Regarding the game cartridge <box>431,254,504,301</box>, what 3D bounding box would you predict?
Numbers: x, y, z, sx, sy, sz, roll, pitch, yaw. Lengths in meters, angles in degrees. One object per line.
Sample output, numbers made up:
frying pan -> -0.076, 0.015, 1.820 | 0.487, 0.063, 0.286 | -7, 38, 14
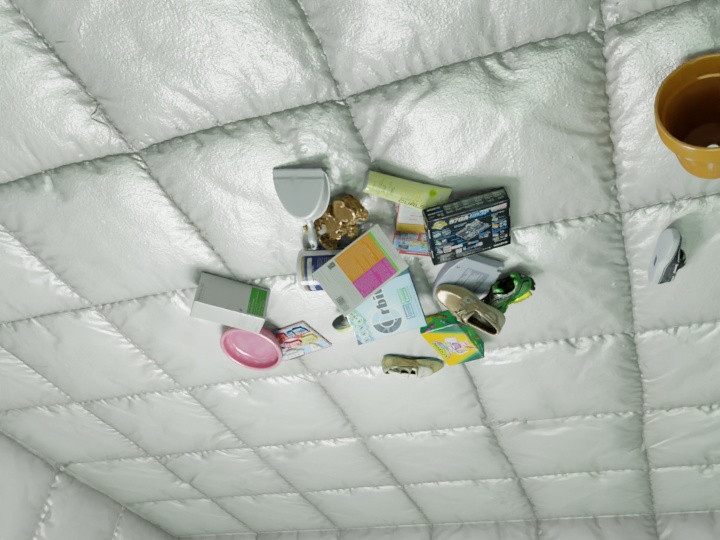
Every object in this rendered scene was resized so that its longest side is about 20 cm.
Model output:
game cartridge -> 0.273, 0.024, 1.803 | 0.133, 0.041, 0.200 | 14, 141, -16

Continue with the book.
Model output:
book -> 0.000, 0.000, 1.662 | 0.200, 0.048, 0.134 | -37, 92, -2

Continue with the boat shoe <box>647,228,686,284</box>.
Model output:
boat shoe -> 0.751, -0.031, 1.647 | 0.067, 0.072, 0.200 | 1, 144, 8

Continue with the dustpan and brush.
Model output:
dustpan and brush -> -0.127, -0.141, 1.588 | 0.139, 0.057, 0.201 | 3, 108, 23

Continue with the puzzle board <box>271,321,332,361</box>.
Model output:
puzzle board -> -0.211, 0.227, 2.130 | 0.199, 0.017, 0.151 | -20, 135, 30

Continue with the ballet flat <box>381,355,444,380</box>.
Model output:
ballet flat -> 0.164, 0.312, 2.151 | 0.199, 0.071, 0.071 | 7, 142, -2

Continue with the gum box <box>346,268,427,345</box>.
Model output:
gum box -> 0.060, 0.097, 1.836 | 0.199, 0.045, 0.170 | -18, 116, 8

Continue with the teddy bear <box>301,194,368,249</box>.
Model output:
teddy bear -> -0.061, -0.122, 1.644 | 0.145, 0.067, 0.200 | 27, 141, 2

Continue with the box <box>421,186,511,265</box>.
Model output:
box -> 0.252, -0.101, 1.599 | 0.199, 0.046, 0.159 | -16, 139, 1

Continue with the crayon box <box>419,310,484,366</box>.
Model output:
crayon box -> 0.271, 0.198, 2.001 | 0.118, 0.058, 0.200 | -18, 136, 26

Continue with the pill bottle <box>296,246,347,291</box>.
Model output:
pill bottle -> -0.055, -0.005, 1.743 | 0.199, 0.111, 0.111 | -3, 141, 11

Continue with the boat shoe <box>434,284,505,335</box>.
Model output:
boat shoe -> 0.279, 0.104, 1.777 | 0.199, 0.065, 0.072 | 30, 128, 9

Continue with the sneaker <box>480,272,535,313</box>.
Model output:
sneaker -> 0.358, 0.066, 1.803 | 0.085, 0.078, 0.200 | 29, 123, -36

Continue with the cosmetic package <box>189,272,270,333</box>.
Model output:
cosmetic package -> -0.363, 0.092, 1.906 | 0.199, 0.108, 0.085 | 16, 141, -15

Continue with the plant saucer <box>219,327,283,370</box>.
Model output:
plant saucer -> -0.331, 0.230, 2.101 | 0.199, 0.051, 0.201 | 9, 135, 9

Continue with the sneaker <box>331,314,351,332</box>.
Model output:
sneaker -> -0.015, 0.103, 1.918 | 0.081, 0.074, 0.200 | 37, 124, -25

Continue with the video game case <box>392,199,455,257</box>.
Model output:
video game case -> 0.156, -0.103, 1.670 | 0.142, 0.018, 0.200 | 6, 141, 0

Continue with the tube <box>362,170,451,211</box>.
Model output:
tube -> 0.106, -0.178, 1.558 | 0.199, 0.052, 0.058 | 15, 154, -14

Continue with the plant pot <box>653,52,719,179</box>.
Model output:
plant pot -> 0.664, -0.269, 1.282 | 0.199, 0.201, 0.183 | -13, 154, 22
